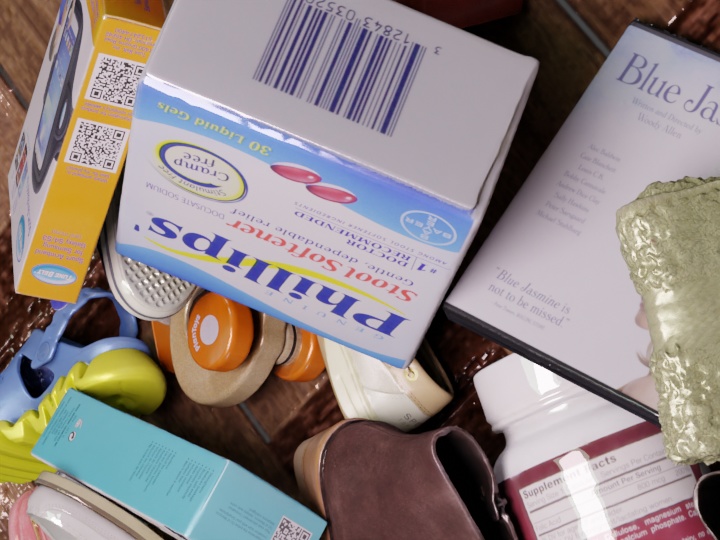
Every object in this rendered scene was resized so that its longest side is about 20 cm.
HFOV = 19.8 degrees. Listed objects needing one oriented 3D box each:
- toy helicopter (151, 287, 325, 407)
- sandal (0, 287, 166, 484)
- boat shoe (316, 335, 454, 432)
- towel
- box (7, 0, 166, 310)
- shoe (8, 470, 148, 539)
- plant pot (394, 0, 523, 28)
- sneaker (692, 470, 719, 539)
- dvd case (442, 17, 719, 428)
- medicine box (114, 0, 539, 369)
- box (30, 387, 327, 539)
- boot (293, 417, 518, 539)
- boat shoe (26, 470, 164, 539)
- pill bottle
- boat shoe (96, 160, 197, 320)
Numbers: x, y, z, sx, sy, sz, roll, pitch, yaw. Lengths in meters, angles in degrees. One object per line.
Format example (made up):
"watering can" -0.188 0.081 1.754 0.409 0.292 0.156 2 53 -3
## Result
"toy helicopter" -0.091 -0.015 1.273 0.132 0.078 0.202 -20 68 46
"sandal" -0.203 0.077 1.345 0.199 0.079 0.088 -28 55 30
"boat shoe" 0.000 0.000 1.215 0.066 0.074 0.202 -24 82 18
"towel" 0.232 0.018 1.022 0.198 0.037 0.150 -9 79 -10
"box" -0.156 -0.079 1.130 0.119 0.041 0.201 -107 36 -54
"shoe" -0.157 0.221 1.324 0.091 0.071 0.201 -28 90 53
"plant pot" -0.007 -0.216 1.141 0.198 0.199 0.178 -1 102 32
"sneaker" 0.266 0.143 1.026 0.199 0.106 0.076 16 100 31
"dvd case" 0.153 -0.029 1.081 0.142 0.018 0.201 26 72 28
"medicine box" -0.024 -0.057 1.085 0.181 0.200 0.104 22 63 0
"box" -0.110 0.126 1.198 0.199 0.082 0.049 15 72 55
"boot" 0.037 0.176 1.139 0.166 0.072 0.202 -7 108 60
"boat shoe" -0.132 0.201 1.231 0.069 0.200 0.075 -53 27 -18
"pill bottle" 0.138 0.134 1.102 0.114 0.114 0.202 -26 78 30
"boat shoe" -0.136 -0.040 1.229 0.062 0.074 0.201 -47 37 31
